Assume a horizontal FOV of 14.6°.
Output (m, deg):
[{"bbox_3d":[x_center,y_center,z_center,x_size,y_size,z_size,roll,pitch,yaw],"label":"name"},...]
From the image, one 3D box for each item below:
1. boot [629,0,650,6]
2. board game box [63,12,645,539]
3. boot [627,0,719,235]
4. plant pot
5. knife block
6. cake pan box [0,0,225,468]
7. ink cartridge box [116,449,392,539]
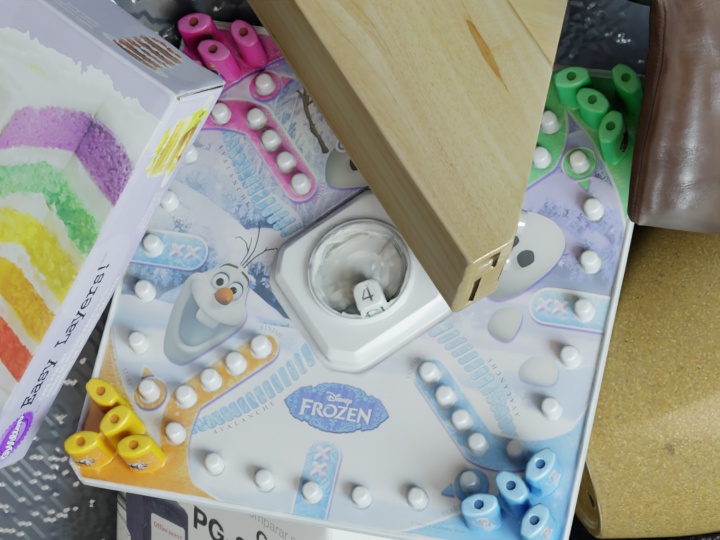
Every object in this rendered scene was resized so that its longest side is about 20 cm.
[{"bbox_3d":[0.111,-0.176,1.057,0.079,0.158,0.212,-16,118,-1],"label":"boot"},{"bbox_3d":[0.000,0.000,1.090,0.199,0.201,0.026,8,161,16],"label":"board game box"},{"bbox_3d":[0.177,-0.108,1.015,0.186,0.064,0.200,-19,133,-9],"label":"boot"},{"bbox_3d":[0.168,0.027,1.129,0.199,0.186,0.187,-21,119,-6],"label":"plant pot"},{"bbox_3d":[-0.009,-0.102,1.060,0.175,0.064,0.201,13,72,1],"label":"knife block"},{"bbox_3d":[-0.176,-0.049,1.086,0.200,0.052,0.184,37,109,13],"label":"cake pan box"},{"bbox_3d":[-0.031,0.128,1.188,0.084,0.145,0.201,-21,125,-37],"label":"ink cartridge box"}]
